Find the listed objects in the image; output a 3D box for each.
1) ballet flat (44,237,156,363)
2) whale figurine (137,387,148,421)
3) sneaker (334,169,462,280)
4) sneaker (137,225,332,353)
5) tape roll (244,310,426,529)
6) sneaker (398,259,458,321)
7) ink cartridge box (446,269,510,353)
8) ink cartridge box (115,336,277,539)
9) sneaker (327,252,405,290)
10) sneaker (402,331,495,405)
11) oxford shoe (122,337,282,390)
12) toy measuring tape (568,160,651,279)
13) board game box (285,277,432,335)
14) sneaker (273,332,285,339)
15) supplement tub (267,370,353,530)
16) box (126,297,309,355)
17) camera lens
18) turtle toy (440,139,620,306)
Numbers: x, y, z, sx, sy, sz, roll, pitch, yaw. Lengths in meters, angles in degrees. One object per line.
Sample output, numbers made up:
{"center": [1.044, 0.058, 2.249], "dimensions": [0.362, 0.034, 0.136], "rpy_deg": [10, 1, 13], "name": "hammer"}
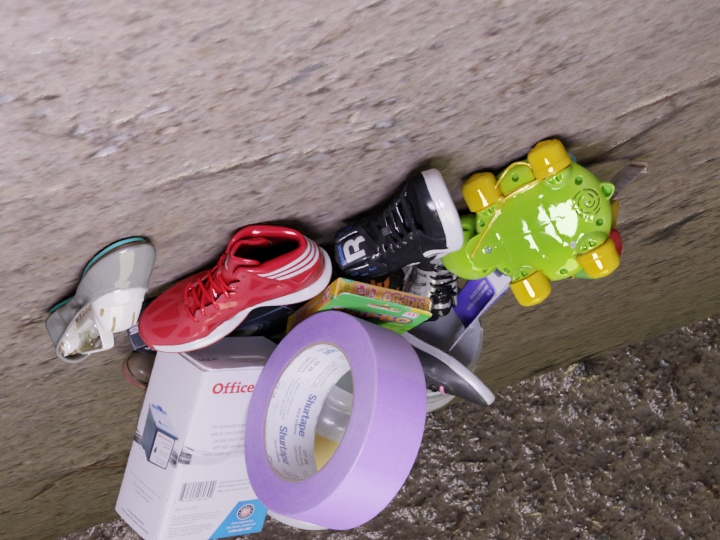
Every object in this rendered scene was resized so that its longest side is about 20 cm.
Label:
{"center": [-0.227, 0.034, 1.236], "dimensions": [0.067, 0.064, 0.200], "rpy_deg": [-11, 165, -35], "name": "ballet flat"}
{"center": [-0.151, 0.154, 1.560], "dimensions": [0.200, 0.104, 0.159], "rpy_deg": [-14, 155, -34], "name": "whale figurine"}
{"center": [0.030, -0.031, 1.295], "dimensions": [0.112, 0.073, 0.200], "rpy_deg": [-20, 170, -4], "name": "sneaker"}
{"center": [-0.134, 0.006, 1.296], "dimensions": [0.200, 0.078, 0.116], "rpy_deg": [-26, 154, 4], "name": "sneaker"}
{"center": [-0.027, 0.143, 1.314], "dimensions": [0.066, 0.200, 0.200], "rpy_deg": [23, 143, -35], "name": "tape roll"}
{"center": [0.091, 0.004, 1.560], "dimensions": [0.076, 0.088, 0.200], "rpy_deg": [-15, 166, -15], "name": "sneaker"}
{"center": [0.161, 0.000, 1.561], "dimensions": [0.200, 0.043, 0.198], "rpy_deg": [-47, 174, -14], "name": "ink cartridge box"}
{"center": [-0.153, 0.175, 1.427], "dimensions": [0.146, 0.200, 0.086], "rpy_deg": [2, -161, -46], "name": "ink cartridge box"}
{"center": [0.000, 0.000, 1.480], "dimensions": [0.090, 0.070, 0.200], "rpy_deg": [-39, 165, 0], "name": "sneaker"}
{"center": [0.054, 0.130, 1.607], "dimensions": [0.099, 0.200, 0.071], "rpy_deg": [-57, 166, -12], "name": "sneaker"}
{"center": [-0.183, 0.101, 1.626], "dimensions": [0.200, 0.071, 0.075], "rpy_deg": [-2, 139, -33], "name": "oxford shoe"}
{"center": [0.263, -0.045, 1.483], "dimensions": [0.200, 0.074, 0.074], "rpy_deg": [-42, -175, -39], "name": "toy measuring tape"}
{"center": [-0.003, 0.046, 1.376], "dimensions": [0.095, 0.030, 0.200], "rpy_deg": [13, 165, -15], "name": "board game box"}
{"center": [-0.047, 0.067, 1.684], "dimensions": [0.112, 0.073, 0.200], "rpy_deg": [-17, 177, -26], "name": "sneaker"}
{"center": [-0.038, 0.174, 1.526], "dimensions": [0.145, 0.145, 0.200], "rpy_deg": [-9, 135, -42], "name": "supplement tub"}
{"center": [-0.143, 0.047, 1.475], "dimensions": [0.160, 0.044, 0.200], "rpy_deg": [-21, 168, 9], "name": "box"}
{"center": [0.071, 0.095, 1.754], "dimensions": [0.160, 0.160, 0.200], "rpy_deg": [-18, 168, -6], "name": "camera lens"}
{"center": [0.166, -0.046, 1.380], "dimensions": [0.200, 0.146, 0.101], "rpy_deg": [-24, -171, 23], "name": "turtle toy"}
